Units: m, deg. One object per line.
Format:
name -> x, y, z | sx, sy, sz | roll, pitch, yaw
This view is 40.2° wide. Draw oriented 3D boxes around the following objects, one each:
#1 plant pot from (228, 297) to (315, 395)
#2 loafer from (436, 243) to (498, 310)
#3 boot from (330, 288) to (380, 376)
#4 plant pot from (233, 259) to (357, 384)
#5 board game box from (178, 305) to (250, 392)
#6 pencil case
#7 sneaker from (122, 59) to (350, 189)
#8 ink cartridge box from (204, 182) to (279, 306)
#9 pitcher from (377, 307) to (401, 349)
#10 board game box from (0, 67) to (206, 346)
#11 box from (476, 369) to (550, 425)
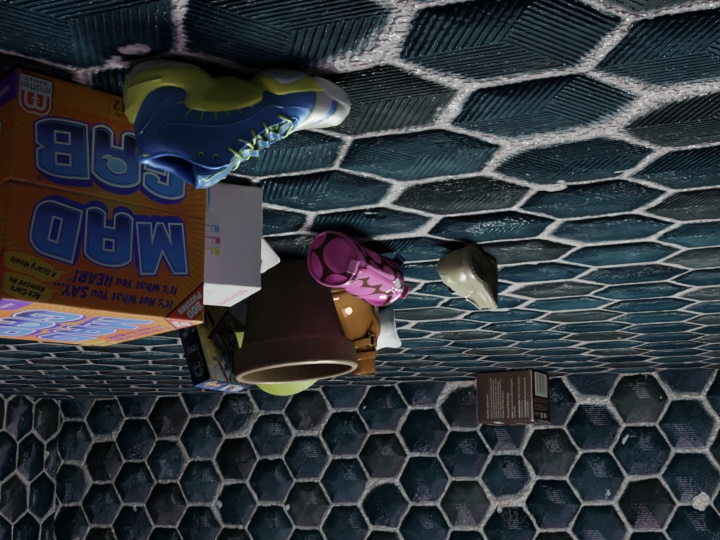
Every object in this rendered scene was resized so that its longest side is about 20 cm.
plant pot -> -0.167, 0.100, 1.751 | 0.184, 0.190, 0.200 | -5, 154, 20
loafer -> 0.171, 0.009, 1.544 | 0.067, 0.077, 0.200 | -4, 158, 21
boot -> -0.017, 0.110, 1.787 | 0.075, 0.158, 0.200 | -4, 167, 17
plant pot -> -0.108, 0.080, 1.582 | 0.197, 0.178, 0.200 | -5, 166, -1
board game box -> -0.249, 0.094, 1.595 | 0.034, 0.203, 0.135 | -24, 161, 16
pencil case -> 0.000, 0.000, 1.450 | 0.093, 0.092, 0.199 | 33, -175, 26
sneaker -> -0.106, -0.117, 0.851 | 0.196, 0.107, 0.076 | 3, 168, -12
ink cartridge box -> -0.206, -0.033, 1.186 | 0.197, 0.128, 0.128 | 5, 167, -26
pitcher -> -0.020, 0.135, 2.031 | 0.197, 0.123, 0.172 | -13, 178, 2
board game box -> -0.284, -0.046, 0.948 | 0.198, 0.204, 0.198 | 10, 163, -41
box -> 0.499, 0.417, 3.208 | 0.197, 0.167, 0.165 | -8, 166, 31
